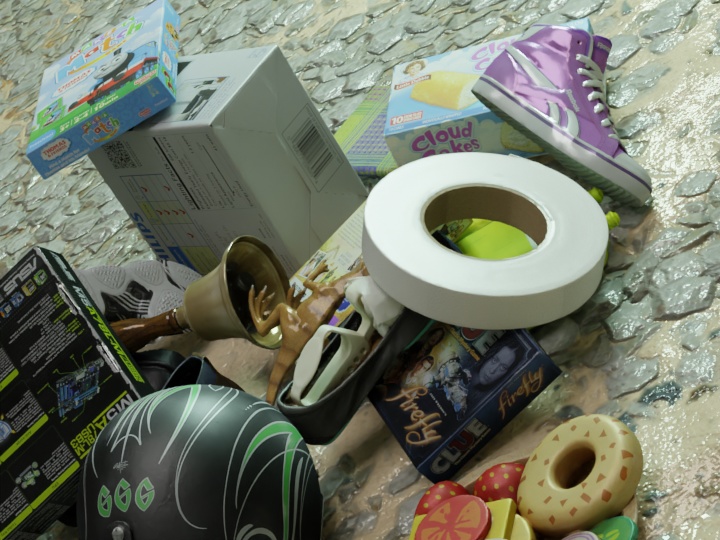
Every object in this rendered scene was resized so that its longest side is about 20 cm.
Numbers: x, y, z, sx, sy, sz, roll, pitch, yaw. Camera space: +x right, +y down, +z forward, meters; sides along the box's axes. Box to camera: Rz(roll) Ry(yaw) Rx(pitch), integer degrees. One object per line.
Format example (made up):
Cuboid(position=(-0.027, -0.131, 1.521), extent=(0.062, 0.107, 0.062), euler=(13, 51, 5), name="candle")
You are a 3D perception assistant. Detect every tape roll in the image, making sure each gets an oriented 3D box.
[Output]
Cuboid(position=(0.101, -0.027, 1.531), extent=(0.203, 0.037, 0.203), euler=(3, 37, -2), name="tape roll")

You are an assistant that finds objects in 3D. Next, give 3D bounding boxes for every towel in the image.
Cuboid(position=(0.052, -0.140, 1.903), extent=(0.200, 0.023, 0.144), euler=(3, 47, 46), name="towel")

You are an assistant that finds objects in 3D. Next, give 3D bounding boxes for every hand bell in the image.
Cuboid(position=(-0.169, 0.047, 1.696), extent=(0.200, 0.104, 0.104), euler=(-19, 33, 29), name="hand bell")

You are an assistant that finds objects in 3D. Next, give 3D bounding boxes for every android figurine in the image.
Cuboid(position=(0.131, -0.004, 1.622), extent=(0.200, 0.041, 0.182), euler=(-31, 30, 8), name="android figurine")

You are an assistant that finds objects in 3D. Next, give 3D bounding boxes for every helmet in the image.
Cuboid(position=(-0.124, 0.182, 1.466), extent=(0.200, 0.200, 0.191), euler=(-15, 52, 28), name="helmet")

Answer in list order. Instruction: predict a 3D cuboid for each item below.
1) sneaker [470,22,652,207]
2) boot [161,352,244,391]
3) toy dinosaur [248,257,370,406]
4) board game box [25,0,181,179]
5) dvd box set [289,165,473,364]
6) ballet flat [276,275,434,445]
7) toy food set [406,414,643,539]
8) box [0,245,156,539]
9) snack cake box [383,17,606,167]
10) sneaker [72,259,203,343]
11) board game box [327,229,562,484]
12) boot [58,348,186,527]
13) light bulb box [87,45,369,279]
Cuboid(position=(0.200, -0.148, 1.652), extent=(0.114, 0.073, 0.200), euler=(-48, 63, -1), name="sneaker")
Cuboid(position=(-0.167, 0.164, 1.600), extent=(0.075, 0.097, 0.200), euler=(4, 46, 46), name="boot")
Cuboid(position=(-0.054, 0.054, 1.591), extent=(0.200, 0.060, 0.106), euler=(-57, 37, 3), name="toy dinosaur")
Cuboid(position=(-0.248, -0.181, 1.838), extent=(0.151, 0.037, 0.200), euler=(-30, 26, 12), name="board game box")
Cuboid(position=(0.000, 0.000, 1.699), extent=(0.200, 0.029, 0.146), euler=(-46, 26, -2), name="dvd box set")
Cuboid(position=(0.004, 0.052, 1.524), extent=(0.200, 0.068, 0.068), euler=(-54, 39, -7), name="ballet flat")
Cuboid(position=(0.110, 0.193, 1.352), extent=(0.200, 0.049, 0.198), euler=(-15, 35, 27), name="toy food set")
Cuboid(position=(-0.289, 0.114, 1.614), extent=(0.200, 0.048, 0.193), euler=(-44, 66, 10), name="box")
Cuboid(position=(0.129, -0.160, 1.786), extent=(0.200, 0.067, 0.115), euler=(-12, 41, 18), name="snack cake box")
Cuboid(position=(-0.240, 0.045, 1.812), extent=(0.115, 0.200, 0.075), euler=(-42, 56, 50), name="sneaker")
Cuboid(position=(0.064, 0.068, 1.536), extent=(0.135, 0.035, 0.200), euler=(-44, 37, 5), name="board game box")
Cuboid(position=(-0.257, 0.155, 1.716), extent=(0.200, 0.076, 0.168), euler=(-10, 36, 30), name="boot")
Cuboid(position=(-0.135, -0.101, 1.845), extent=(0.200, 0.198, 0.125), euler=(1, 42, 43), name="light bulb box")
